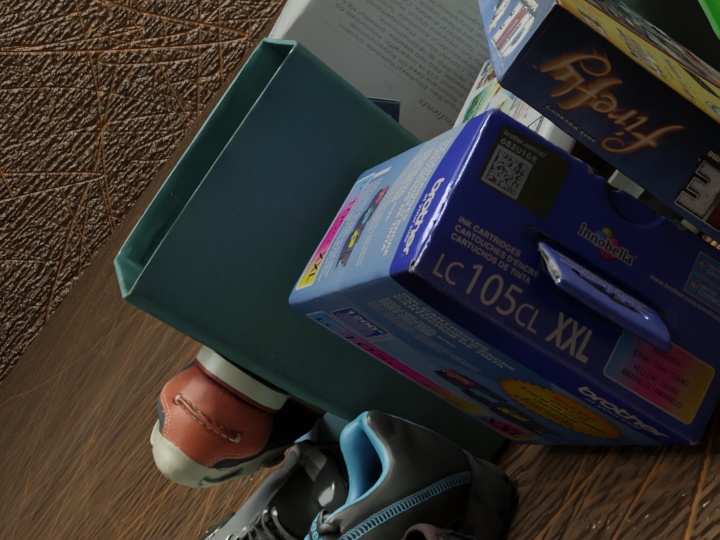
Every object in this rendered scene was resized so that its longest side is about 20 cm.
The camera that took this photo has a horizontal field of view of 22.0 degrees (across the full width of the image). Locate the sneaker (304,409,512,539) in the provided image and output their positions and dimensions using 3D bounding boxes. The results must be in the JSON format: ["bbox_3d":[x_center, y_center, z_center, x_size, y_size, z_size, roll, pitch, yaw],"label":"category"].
[{"bbox_3d":[0.000,0.152,0.811,0.073,0.082,0.200,-40,21,45],"label":"sneaker"}]

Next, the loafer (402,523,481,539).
[{"bbox_3d":[0.032,0.169,0.683,0.072,0.063,0.200,-50,13,27],"label":"loafer"}]

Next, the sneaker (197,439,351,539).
[{"bbox_3d":[-0.042,0.150,0.956,0.115,0.075,0.200,-41,1,-7],"label":"sneaker"}]

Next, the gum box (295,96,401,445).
[{"bbox_3d":[-0.021,0.007,1.134,0.170,0.044,0.201,157,115,-74],"label":"gum box"}]

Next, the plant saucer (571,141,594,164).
[{"bbox_3d":[0.086,-0.046,1.119,0.200,0.029,0.200,-52,13,17],"label":"plant saucer"}]

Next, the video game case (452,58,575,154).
[{"bbox_3d":[0.089,-0.082,1.086,0.182,0.022,0.200,-37,24,58],"label":"video game case"}]

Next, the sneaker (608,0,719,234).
[{"bbox_3d":[0.132,-0.083,0.849,0.200,0.106,0.075,-51,13,23],"label":"sneaker"}]

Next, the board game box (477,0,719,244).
[{"bbox_3d":[0.110,-0.067,0.706,0.035,0.135,0.200,-53,9,15],"label":"board game box"}]

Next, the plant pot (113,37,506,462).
[{"bbox_3d":[0.000,0.000,0.924,0.142,0.200,0.141,-55,13,1],"label":"plant pot"}]

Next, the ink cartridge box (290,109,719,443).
[{"bbox_3d":[0.068,0.008,0.751,0.077,0.136,0.200,-63,13,-15],"label":"ink cartridge box"}]

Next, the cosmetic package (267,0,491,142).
[{"bbox_3d":[0.060,-0.196,1.283,0.200,0.165,0.165,-44,16,45],"label":"cosmetic package"}]

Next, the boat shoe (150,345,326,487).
[{"bbox_3d":[-0.064,0.077,0.958,0.063,0.071,0.200,-59,-6,0],"label":"boat shoe"}]

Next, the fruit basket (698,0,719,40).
[{"bbox_3d":[0.186,-0.161,0.667,0.215,0.156,0.216,-28,1,0],"label":"fruit basket"}]
